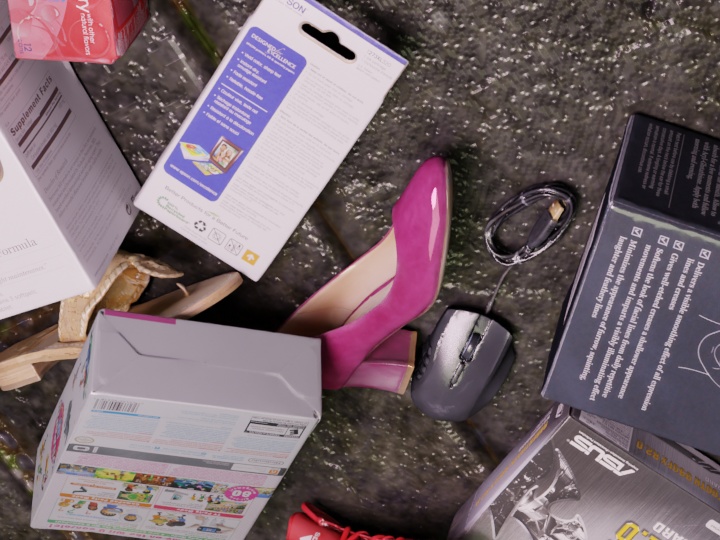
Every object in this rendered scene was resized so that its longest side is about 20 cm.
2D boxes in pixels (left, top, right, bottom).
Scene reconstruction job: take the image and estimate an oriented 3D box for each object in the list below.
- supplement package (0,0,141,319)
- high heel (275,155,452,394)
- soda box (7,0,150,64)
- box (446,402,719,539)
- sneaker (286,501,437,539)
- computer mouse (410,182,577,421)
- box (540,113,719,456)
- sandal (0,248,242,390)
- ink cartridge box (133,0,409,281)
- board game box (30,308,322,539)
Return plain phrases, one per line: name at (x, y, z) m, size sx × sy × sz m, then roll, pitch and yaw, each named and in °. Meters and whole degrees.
supplement package at (-0.238, -0.083, 1.383) m, size 0.113 × 0.110 × 0.201 m, roll -17°, pitch 117°, yaw 24°
high heel at (0.000, 0.000, 1.403) m, size 0.095 × 0.068 × 0.201 m, roll 11°, pitch 139°, yaw -5°
soda box at (-0.172, -0.222, 1.300) m, size 0.069 × 0.064 × 0.201 m, roll 4°, pitch 124°, yaw 12°
box at (0.178, 0.181, 1.487) m, size 0.199 × 0.048 × 0.159 m, roll 33°, pitch 125°, yaw -8°
sneaker at (-0.001, 0.202, 1.494) m, size 0.115 × 0.079 × 0.200 m, roll 30°, pitch 157°, yaw 0°
computer mouse at (0.083, 0.026, 1.417) m, size 0.058 × 0.034 × 0.201 m, roll 24°, pitch 126°, yaw -1°
box at (0.226, 0.021, 1.329) m, size 0.198 × 0.107 × 0.149 m, roll 19°, pitch 126°, yaw 3°
sandal at (-0.176, 0.016, 1.458) m, size 0.211 × 0.078 × 0.070 m, roll -21°, pitch 102°, yaw 36°
ink cartridge box at (-0.054, -0.089, 1.376) m, size 0.094 × 0.037 × 0.200 m, roll 32°, pitch 128°, yaw -6°
board game box at (-0.122, 0.107, 1.448) m, size 0.146 × 0.065 × 0.200 m, roll 9°, pitch 146°, yaw -16°
